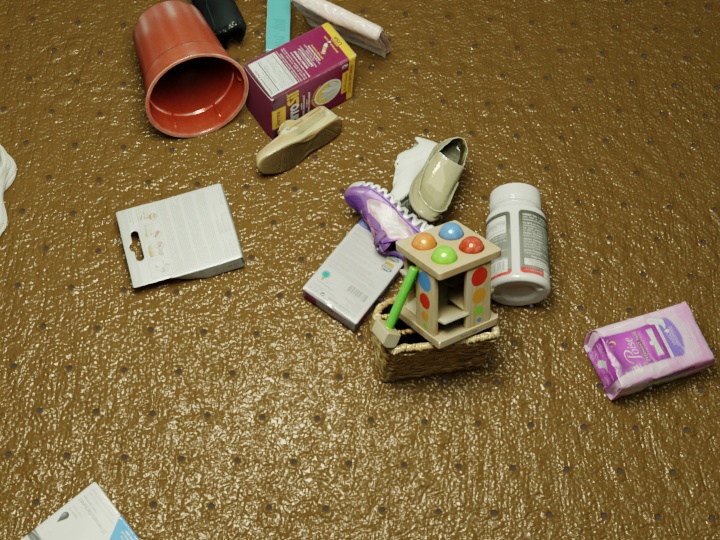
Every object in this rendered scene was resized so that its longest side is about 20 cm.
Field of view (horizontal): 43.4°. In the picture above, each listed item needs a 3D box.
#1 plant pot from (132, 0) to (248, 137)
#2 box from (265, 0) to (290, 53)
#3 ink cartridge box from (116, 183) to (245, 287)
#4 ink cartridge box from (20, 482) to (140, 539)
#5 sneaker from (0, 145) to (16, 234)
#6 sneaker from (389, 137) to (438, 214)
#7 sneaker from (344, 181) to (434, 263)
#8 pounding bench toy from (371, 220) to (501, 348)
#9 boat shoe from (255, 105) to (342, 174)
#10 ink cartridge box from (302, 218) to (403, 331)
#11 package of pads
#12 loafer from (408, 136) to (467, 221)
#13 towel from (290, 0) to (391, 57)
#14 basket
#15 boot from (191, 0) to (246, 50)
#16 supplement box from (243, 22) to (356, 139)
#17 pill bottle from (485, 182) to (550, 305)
[{"bbox_3d":[-0.339,-0.397,1.730,0.199,0.202,0.196,-19,58,-14],"label":"plant pot"},{"bbox_3d":[-0.167,-0.501,1.847,0.049,0.082,0.202,1,64,-5],"label":"box"},{"bbox_3d":[-0.325,-0.058,1.639,0.198,0.057,0.164,-18,66,-4],"label":"ink cartridge box"},{"bbox_3d":[-0.433,0.443,1.353,0.199,0.084,0.145,-38,73,-21],"label":"ink cartridge box"},{"bbox_3d":[-0.674,-0.144,1.614,0.077,0.100,0.202,0,64,-5],"label":"sneaker"},{"bbox_3d":[0.095,-0.177,1.724,0.087,0.075,0.200,28,56,17],"label":"sneaker"},{"bbox_3d":[0.046,-0.078,1.619,0.199,0.081,0.089,37,67,10],"label":"sneaker"},{"bbox_3d":[0.109,0.024,1.441,0.199,0.157,0.124,-20,35,-26],"label":"pounding bench toy"},{"bbox_3d":[-0.128,-0.252,1.739,0.199,0.072,0.065,-33,64,-28],"label":"boat shoe"},{"bbox_3d":[0.000,0.000,1.637,0.119,0.042,0.200,33,67,12],"label":"ink cartridge box"},{"bbox_3d":[0.509,0.140,1.593,0.198,0.076,0.121,-15,63,-12],"label":"package of pads"},{"bbox_3d":[0.144,-0.174,1.636,0.075,0.068,0.201,29,51,-11],"label":"loafer"},{"bbox_3d":[-0.038,-0.491,1.804,0.199,0.191,0.032,26,94,7],"label":"towel"},{"bbox_3d":[0.121,0.090,1.543,0.198,0.149,0.144,-7,64,-8],"label":"basket"},{"bbox_3d":[-0.259,-0.553,1.820,0.076,0.200,0.169,5,52,-48],"label":"boot"},{"bbox_3d":[-0.117,-0.369,1.759,0.199,0.131,0.103,-32,70,-18],"label":"supplement box"},{"bbox_3d":[0.285,-0.049,1.645,0.113,0.114,0.202,5,63,-3],"label":"pill bottle"}]
